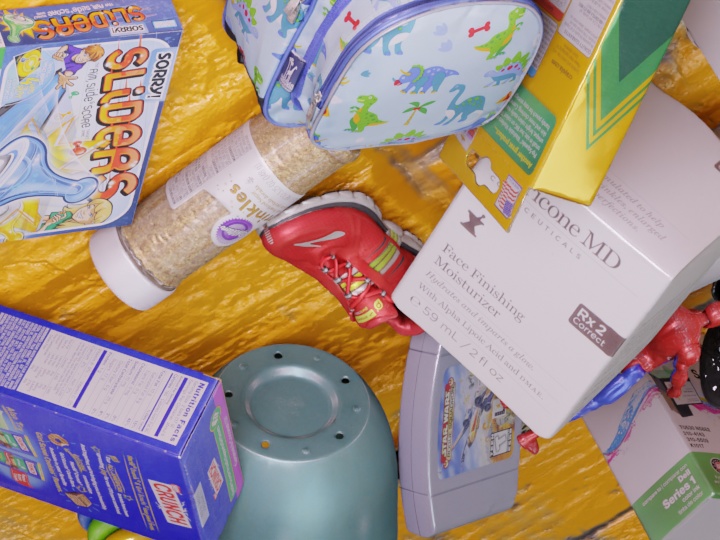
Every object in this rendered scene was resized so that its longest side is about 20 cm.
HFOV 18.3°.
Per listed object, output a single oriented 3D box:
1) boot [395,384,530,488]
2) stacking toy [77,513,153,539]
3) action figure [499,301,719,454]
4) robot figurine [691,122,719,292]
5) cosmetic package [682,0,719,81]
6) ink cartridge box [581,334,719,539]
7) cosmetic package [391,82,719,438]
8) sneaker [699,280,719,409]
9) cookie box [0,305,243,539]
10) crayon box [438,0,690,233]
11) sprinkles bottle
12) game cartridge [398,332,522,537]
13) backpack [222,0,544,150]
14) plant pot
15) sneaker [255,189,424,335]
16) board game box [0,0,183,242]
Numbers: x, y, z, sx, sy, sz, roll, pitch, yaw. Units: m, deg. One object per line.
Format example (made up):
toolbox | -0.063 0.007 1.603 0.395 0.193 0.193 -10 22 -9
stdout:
boot | 0.081 0.144 1.989 0.200 0.073 0.151 6 138 -48
stacking toy | -0.183 0.210 1.776 0.085 0.200 0.085 -17 149 -11
action figure | 0.224 0.083 1.836 0.200 0.065 0.099 -32 156 20
robot figurine | 0.272 -0.049 1.778 0.200 0.113 0.170 -25 -170 3
cosmetic package | 0.294 -0.229 1.524 0.085 0.108 0.200 -10 148 -24
ink cartridge box | 0.288 0.149 2.010 0.145 0.200 0.084 10 132 -43
cosmetic package | 0.161 -0.021 1.643 0.165 0.165 0.200 -38 165 -45
sneaker | 0.330 0.028 1.934 0.104 0.060 0.200 -2 113 -65
cookie box | -0.196 0.118 1.642 0.200 0.075 0.171 18 151 14
crayon box | 0.132 -0.131 1.439 0.052 0.126 0.200 16 110 -28
sprinkles bottle | -0.096 -0.052 1.565 0.200 0.068 0.068 -35 147 17
game cartridge | 0.085 0.115 1.843 0.133 0.042 0.200 -14 110 -53
backpack | 0.029 -0.177 1.384 0.183 0.147 0.200 -9 143 -28
plant pot | -0.061 0.157 1.796 0.200 0.201 0.161 -13 139 -19
sneaker | 0.000 0.000 1.684 0.077 0.085 0.200 -28 150 27
board game box | -0.200 -0.095 1.459 0.135 0.034 0.200 -9 146 -23
